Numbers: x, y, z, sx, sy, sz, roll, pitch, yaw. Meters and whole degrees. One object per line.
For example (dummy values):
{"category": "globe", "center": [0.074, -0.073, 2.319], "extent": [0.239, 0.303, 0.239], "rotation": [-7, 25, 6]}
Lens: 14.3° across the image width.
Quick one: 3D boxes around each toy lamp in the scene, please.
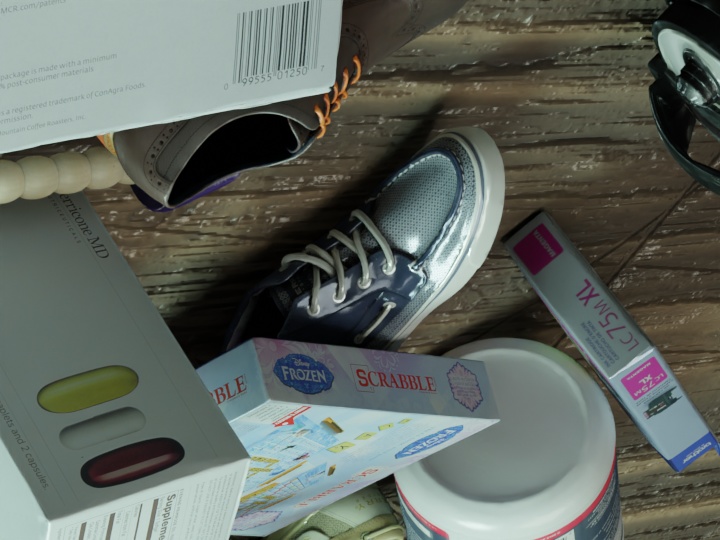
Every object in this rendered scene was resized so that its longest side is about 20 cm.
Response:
{"category": "toy lamp", "center": [-0.148, -0.049, 1.405], "extent": [0.200, 0.058, 0.058], "rotation": [-10, 141, -35]}

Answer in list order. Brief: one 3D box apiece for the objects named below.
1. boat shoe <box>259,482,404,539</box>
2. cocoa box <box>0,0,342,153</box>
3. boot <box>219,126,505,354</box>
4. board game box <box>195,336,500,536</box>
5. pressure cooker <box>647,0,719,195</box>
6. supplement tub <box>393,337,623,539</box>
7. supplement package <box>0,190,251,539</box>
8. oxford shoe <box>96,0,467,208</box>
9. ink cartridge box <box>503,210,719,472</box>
{"category": "boat shoe", "center": [-0.047, 0.213, 1.847], "extent": [0.201, 0.063, 0.073], "rotation": [-49, 146, 21]}
{"category": "cocoa box", "center": [-0.121, -0.143, 1.202], "extent": [0.200, 0.131, 0.133], "rotation": [-14, 123, -31]}
{"category": "boot", "center": [0.000, 0.000, 1.593], "extent": [0.090, 0.073, 0.200], "rotation": [-6, 141, -41]}
{"category": "board game box", "center": [-0.058, 0.099, 1.640], "extent": [0.200, 0.041, 0.199], "rotation": [-28, 157, 35]}
{"category": "pressure cooker", "center": [0.255, -0.118, 1.568], "extent": [0.200, 0.179, 0.176], "rotation": [-43, 174, -5]}
{"category": "supplement tub", "center": [0.096, 0.147, 1.820], "extent": [0.140, 0.140, 0.200], "rotation": [-28, 148, -11]}
{"category": "supplement package", "center": [-0.159, 0.083, 1.432], "extent": [0.111, 0.200, 0.156], "rotation": [-16, 144, -28]}
{"category": "oxford shoe", "center": [-0.025, -0.090, 1.355], "extent": [0.200, 0.073, 0.071], "rotation": [-29, 148, -10]}
{"category": "ink cartridge box", "center": [0.161, 0.052, 1.774], "extent": [0.042, 0.119, 0.200], "rotation": [-39, 149, 4]}
